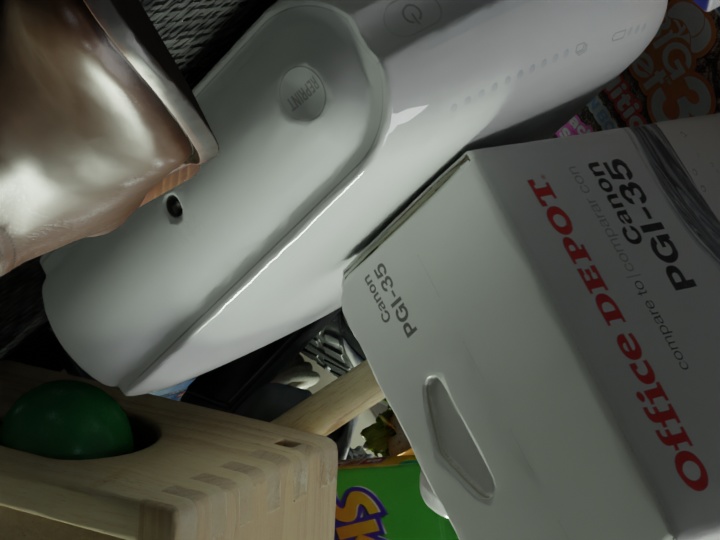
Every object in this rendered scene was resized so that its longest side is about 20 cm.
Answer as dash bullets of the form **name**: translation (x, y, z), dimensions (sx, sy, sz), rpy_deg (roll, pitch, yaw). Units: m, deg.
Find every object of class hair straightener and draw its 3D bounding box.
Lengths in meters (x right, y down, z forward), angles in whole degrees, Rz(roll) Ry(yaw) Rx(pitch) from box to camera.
- **hair straightener**: translation (0.000, 0.000, 1.163), dimensions (0.041, 0.077, 0.200), rpy_deg (10, -137, 48)

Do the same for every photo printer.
- **photo printer**: translation (0.003, -0.048, 0.944), dimensions (0.166, 0.070, 0.200), rpy_deg (-25, 167, -46)

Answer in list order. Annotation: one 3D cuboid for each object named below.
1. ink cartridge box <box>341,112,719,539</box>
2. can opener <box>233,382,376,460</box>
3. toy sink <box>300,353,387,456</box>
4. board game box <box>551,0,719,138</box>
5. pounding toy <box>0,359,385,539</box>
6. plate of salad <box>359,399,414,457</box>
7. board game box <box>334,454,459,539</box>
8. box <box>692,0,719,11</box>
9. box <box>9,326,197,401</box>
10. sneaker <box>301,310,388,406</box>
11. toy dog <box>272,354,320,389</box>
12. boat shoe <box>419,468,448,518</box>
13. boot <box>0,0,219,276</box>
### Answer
- **ink cartridge box**: translation (0.113, 0.030, 0.948), dimensions (0.200, 0.147, 0.083), rpy_deg (-11, 156, -43)
- **can opener**: translation (-0.041, 0.130, 1.148), dimensions (0.053, 0.066, 0.201), rpy_deg (-95, -161, -65)
- **toy sink**: translation (-0.041, 0.134, 1.544), dimensions (0.200, 0.131, 0.112), rpy_deg (-38, 171, 18)
- **board game box**: translation (0.123, -0.085, 1.091), dimensions (0.159, 0.097, 0.200), rpy_deg (-25, 167, -45)
- **pounding toy**: translation (-0.078, 0.108, 1.029), dimensions (0.184, 0.201, 0.142), rpy_deg (11, -164, 31)
- **plate of salad**: translation (0.043, 0.044, 1.240), dimensions (0.200, 0.048, 0.200), rpy_deg (-63, 175, -10)
- **board game box**: translation (-0.035, 0.122, 1.083), dimensions (0.199, 0.096, 0.030), rpy_deg (-5, -173, 27)
- **box**: translation (0.160, -0.162, 0.892), dimensions (0.200, 0.041, 0.119), rpy_deg (-32, 150, -27)
- **box**: translation (-0.153, 0.086, 1.180), dimensions (0.200, 0.040, 0.137), rpy_deg (-38, 169, 21)
- **sneaker**: translation (0.003, 0.002, 1.272), dimensions (0.088, 0.076, 0.200), rpy_deg (-54, 171, 0)
- **toy dog**: translation (-0.083, 0.130, 1.217), dimensions (0.200, 0.096, 0.132), rpy_deg (-28, 170, -38)
- **boat shoe**: translation (0.085, 0.043, 1.053), dimensions (0.200, 0.074, 0.067), rpy_deg (-9, 131, -48)
- **boot**: translation (-0.137, -0.005, 0.727), dimensions (0.200, 0.064, 0.186), rpy_deg (-29, 168, -7)
